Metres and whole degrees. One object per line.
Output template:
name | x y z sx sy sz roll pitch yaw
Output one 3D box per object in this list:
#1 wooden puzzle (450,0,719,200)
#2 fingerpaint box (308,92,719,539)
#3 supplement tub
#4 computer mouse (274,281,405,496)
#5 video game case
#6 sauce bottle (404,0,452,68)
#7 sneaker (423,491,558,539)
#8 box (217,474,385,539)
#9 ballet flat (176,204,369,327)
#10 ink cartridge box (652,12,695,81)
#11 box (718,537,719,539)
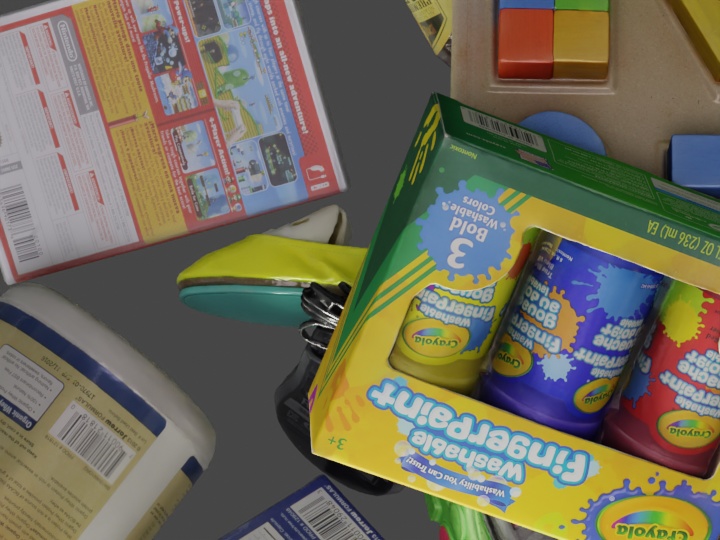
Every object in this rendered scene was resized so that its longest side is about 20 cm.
wooden puzzle | 0.136 -0.083 1.325 0.184 0.046 0.202 1 80 1
fingerpaint box | 0.096 0.034 1.276 0.199 0.073 0.168 20 108 -9
supplement tub | -0.186 0.123 1.432 0.144 0.144 0.200 39 78 -3
computer mouse | 0.015 0.063 1.427 0.138 0.200 0.053 38 67 -1
video game case | -0.119 -0.086 1.478 0.199 0.017 0.144 -15 99 9
sauce bottle | 0.056 -0.146 1.424 0.066 0.066 0.201 -29 95 10
sneaker | 0.084 0.125 1.483 0.083 0.077 0.202 -10 97 -23
box | -0.055 0.199 1.434 0.121 0.199 0.032 46 141 21
ballet flat | 0.000 0.000 1.459 0.199 0.067 0.067 7 72 21
ink cartridge box | 0.196 -0.050 1.386 0.144 0.084 0.201 26 82 3
box | 0.193 0.067 1.432 0.199 0.044 0.161 16 78 1
